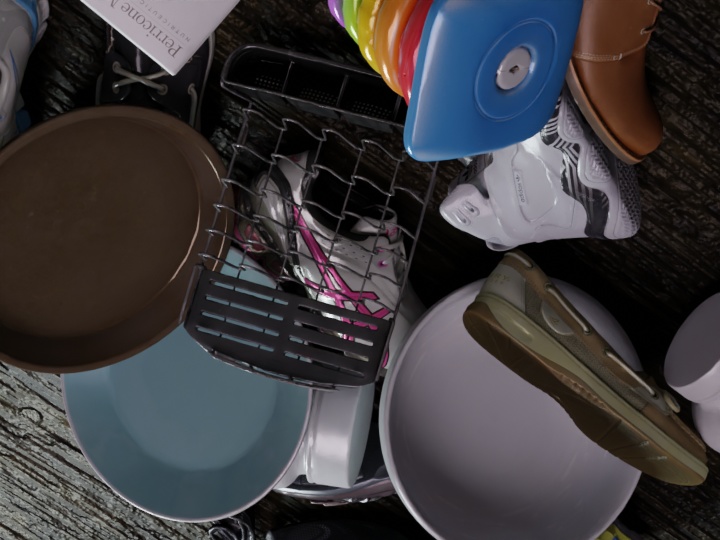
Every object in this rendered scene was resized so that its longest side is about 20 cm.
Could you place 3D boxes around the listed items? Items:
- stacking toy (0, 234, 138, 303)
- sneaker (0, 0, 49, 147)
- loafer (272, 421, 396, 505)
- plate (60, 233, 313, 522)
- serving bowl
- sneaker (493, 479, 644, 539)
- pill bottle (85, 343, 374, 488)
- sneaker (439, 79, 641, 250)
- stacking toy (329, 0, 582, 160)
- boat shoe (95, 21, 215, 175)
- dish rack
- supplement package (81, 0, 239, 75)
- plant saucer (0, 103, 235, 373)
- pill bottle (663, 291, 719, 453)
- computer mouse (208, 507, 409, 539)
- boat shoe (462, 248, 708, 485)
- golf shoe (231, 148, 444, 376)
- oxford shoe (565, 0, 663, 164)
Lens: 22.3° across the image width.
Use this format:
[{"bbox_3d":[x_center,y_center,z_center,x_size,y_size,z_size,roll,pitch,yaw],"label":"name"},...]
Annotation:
[{"bbox_3d":[-0.252,-0.032,1.211,0.110,0.116,0.199,-43,149,21],"label":"stacking toy"},{"bbox_3d":[-0.262,-0.106,1.228,0.074,0.087,0.201,16,136,-2],"label":"sneaker"},{"bbox_3d":[0.020,0.152,1.406,0.199,0.072,0.063,-13,133,22],"label":"loafer"},{"bbox_3d":[-0.119,0.073,1.270,0.199,0.026,0.202,1,94,24],"label":"plate"},{"bbox_3d":[0.100,0.102,1.275,0.199,0.201,0.066,32,169,-15],"label":"serving bowl"},{"bbox_3d":[0.161,0.170,1.380,0.075,0.106,0.199,1,168,38],"label":"sneaker"},{"bbox_3d":[-0.095,0.099,1.354,0.198,0.114,0.114,9,135,8],"label":"pill bottle"},{"bbox_3d":[0.093,-0.086,1.150,0.114,0.075,0.200,-15,130,25],"label":"sneaker"},{"bbox_3d":[0.024,-0.159,1.048,0.200,0.115,0.110,39,131,38],"label":"stacking toy"},{"bbox_3d":[-0.140,-0.118,1.197,0.073,0.061,0.201,14,135,4],"label":"boat shoe"},{"bbox_3d":[-0.032,-0.030,1.159,0.152,0.202,0.055,15,174,12],"label":"dish rack"},{"bbox_3d":[-0.082,-0.229,0.982,0.121,0.120,0.200,37,106,-20],"label":"supplement package"},{"bbox_3d":[-0.177,-0.023,1.186,0.199,0.029,0.201,-17,130,-21],"label":"plant saucer"},{"bbox_3d":[0.305,0.099,1.241,0.199,0.113,0.112,35,132,-17],"label":"pill bottle"},{"bbox_3d":[-0.022,0.235,1.514,0.199,0.053,0.139,8,134,24],"label":"computer mouse"},{"bbox_3d":[0.161,0.069,1.228,0.200,0.063,0.073,37,161,-4],"label":"boat shoe"},{"bbox_3d":[0.000,0.000,1.262,0.092,0.073,0.200,-29,119,34],"label":"golf shoe"},{"bbox_3d":[0.152,-0.147,1.081,0.071,0.072,0.201,-11,127,20],"label":"oxford shoe"}]
